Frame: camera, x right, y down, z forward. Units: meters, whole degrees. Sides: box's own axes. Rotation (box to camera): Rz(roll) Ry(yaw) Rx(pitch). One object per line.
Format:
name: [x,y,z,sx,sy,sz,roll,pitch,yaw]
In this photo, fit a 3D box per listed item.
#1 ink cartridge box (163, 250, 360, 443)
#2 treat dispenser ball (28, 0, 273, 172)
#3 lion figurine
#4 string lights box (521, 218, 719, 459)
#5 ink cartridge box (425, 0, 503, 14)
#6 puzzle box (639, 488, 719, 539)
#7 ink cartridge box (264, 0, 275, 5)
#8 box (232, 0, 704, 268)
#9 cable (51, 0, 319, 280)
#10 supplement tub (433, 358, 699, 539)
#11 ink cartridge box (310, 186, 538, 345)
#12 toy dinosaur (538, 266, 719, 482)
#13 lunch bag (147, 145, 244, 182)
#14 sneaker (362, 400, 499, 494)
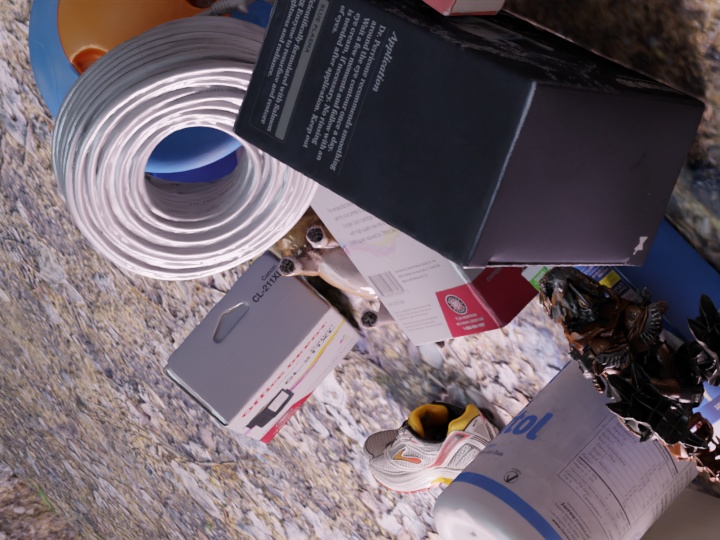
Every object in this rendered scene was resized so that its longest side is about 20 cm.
ink cartridge box: [-0.087,0.076,1.653,0.083,0.146,0.200,41,178,12]
treat dispenser ball: [-0.152,-0.176,1.369,0.201,0.201,0.201,38,156,21]
lion figurine: [0.000,0.000,1.549,0.200,0.073,0.122,38,-170,6]
string lights box: [0.215,0.038,1.245,0.200,0.059,0.103,45,155,5]
ink cartridge box: [0.015,-0.248,1.038,0.200,0.067,0.117,38,115,23]
puzzle box: [0.234,0.211,1.402,0.200,0.133,0.026,12,118,55]
ink cartridge box: [-0.026,-0.232,1.226,0.116,0.067,0.200,31,152,33]
box: [0.068,-0.093,1.096,0.200,0.196,0.118,31,110,34]
cable: [-0.118,-0.084,1.276,0.069,0.199,0.201,-115,6,-48]
supplement tub: [0.163,0.155,1.345,0.132,0.200,0.132,37,155,21]
ink cartridge box: [0.042,-0.048,1.380,0.200,0.086,0.147,54,156,-11]
toy dinosaur: [0.200,0.071,1.176,0.199,0.102,0.136,29,168,-3]
lunch bag: [-0.136,-0.082,1.564,0.200,0.132,0.137,135,126,-69]
sneaker: [0.068,0.159,1.702,0.200,0.078,0.082,-11,115,53]
